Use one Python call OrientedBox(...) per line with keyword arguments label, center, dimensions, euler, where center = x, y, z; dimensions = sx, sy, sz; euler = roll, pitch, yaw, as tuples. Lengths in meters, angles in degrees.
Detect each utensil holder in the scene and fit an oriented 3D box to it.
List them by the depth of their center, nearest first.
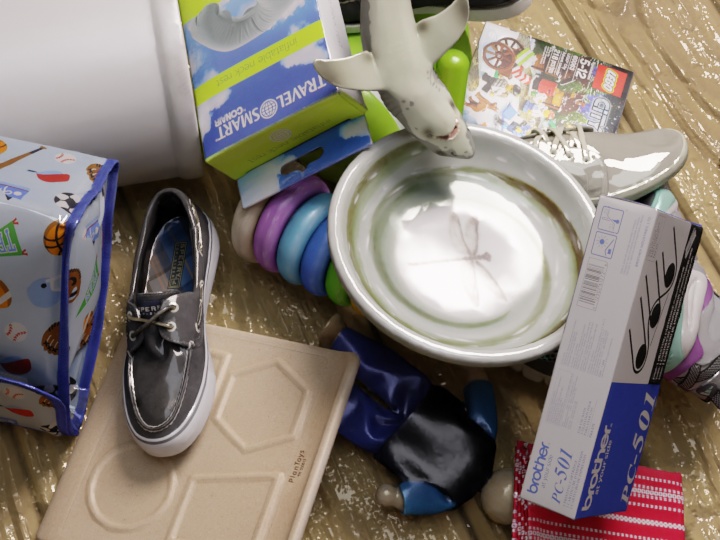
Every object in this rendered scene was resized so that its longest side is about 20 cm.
OrientedBox(label="utensil holder", center=(-0.229, -0.141, 0.994), dimensions=(0.197, 0.171, 0.172), euler=(-9, 64, -7))

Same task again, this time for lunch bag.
OrientedBox(label="lunch bag", center=(-0.265, 0.017, 0.900), dimensions=(0.167, 0.202, 0.124), euler=(14, 30, 2))

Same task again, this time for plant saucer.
OrientedBox(label="plant saucer", center=(0.072, -0.012, 0.910), dimensions=(0.197, 0.050, 0.203), euler=(5, 55, -7))

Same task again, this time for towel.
OrientedBox(label="towel", center=(0.169, 0.225, 0.901), dimensions=(0.143, 0.022, 0.203), euler=(14, 61, -19))

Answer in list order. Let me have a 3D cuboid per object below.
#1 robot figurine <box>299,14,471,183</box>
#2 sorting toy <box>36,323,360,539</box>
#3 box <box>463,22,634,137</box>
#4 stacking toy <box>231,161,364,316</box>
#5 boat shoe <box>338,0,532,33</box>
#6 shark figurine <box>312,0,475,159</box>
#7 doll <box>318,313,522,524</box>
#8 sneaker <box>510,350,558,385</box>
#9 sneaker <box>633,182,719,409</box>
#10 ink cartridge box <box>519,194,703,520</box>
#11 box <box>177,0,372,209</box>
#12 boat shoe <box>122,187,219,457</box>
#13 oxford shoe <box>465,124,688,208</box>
OrientedBox(label="robot figurine", center=(0.013, -0.152, 1.047), dimensions=(0.174, 0.116, 0.201), euler=(23, 61, 27))
OrientedBox(label="sorting toy", center=(-0.111, 0.128, 0.918), dimensions=(0.197, 0.037, 0.187), euler=(8, 61, 22))
OrientedBox(label="box", center=(0.136, -0.099, 1.075), dimensions=(0.135, 0.038, 0.202), euler=(19, 63, 5))
OrientedBox(label="stacking toy", center=(0.000, 0.000, 0.965), dimensions=(0.199, 0.086, 0.085), euler=(33, 65, 24))
OrientedBox(label="boat shoe", center=(0.032, -0.224, 0.983), dimensions=(0.197, 0.061, 0.075), euler=(3, 60, 15))
OrientedBox(label="shark figurine", center=(0.028, -0.194, 0.916), dimensions=(0.126, 0.089, 0.218), euler=(5, 97, -14))
OrientedBox(label="doll", center=(0.045, 0.112, 0.954), dimensions=(0.199, 0.049, 0.137), euler=(37, 67, 14))
OrientedBox(label="sneaker", center=(0.119, 0.022, 0.982), dimensions=(0.197, 0.092, 0.078), euler=(22, 64, 6))
OrientedBox(label="sneaker", center=(0.246, 0.022, 0.997), dimensions=(0.139, 0.077, 0.202), euler=(36, 40, -26))
OrientedBox(label="ink cartridge box", center=(0.167, 0.058, 0.859), dimensions=(0.044, 0.094, 0.203), euler=(17, 94, 33))
OrientedBox(label="box", center=(-0.069, -0.162, 0.960), dimensions=(0.121, 0.048, 0.203), euler=(-24, 64, 23))
OrientedBox(label="boat shoe", center=(-0.138, 0.029, 0.926), dimensions=(0.069, 0.067, 0.203), euler=(-4, 56, 16))
OrientedBox(label="oxford shoe", center=(0.151, -0.081, 0.988), dimensions=(0.197, 0.058, 0.076), euler=(-10, 33, 3))
